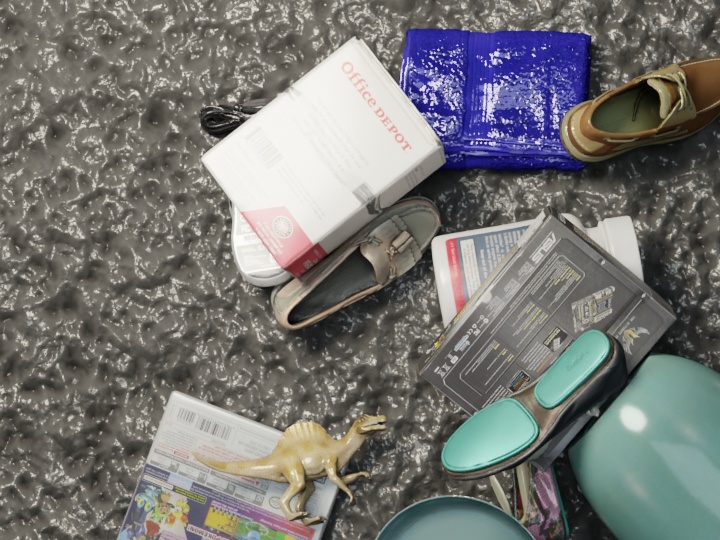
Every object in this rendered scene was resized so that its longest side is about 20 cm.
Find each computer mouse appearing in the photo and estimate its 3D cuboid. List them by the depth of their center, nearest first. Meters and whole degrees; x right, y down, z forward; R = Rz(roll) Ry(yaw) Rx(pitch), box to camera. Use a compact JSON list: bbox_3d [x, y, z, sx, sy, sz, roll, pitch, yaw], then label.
[{"bbox_3d":[-0.106,-0.079,1.701,0.108,0.044,0.202,-7,79,3],"label":"computer mouse"}]

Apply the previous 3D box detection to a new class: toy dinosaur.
[{"bbox_3d":[-0.063,0.203,1.648,0.198,0.058,0.102,-14,68,-4],"label":"toy dinosaur"}]

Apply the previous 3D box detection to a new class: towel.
[{"bbox_3d":[0.137,-0.176,1.681,0.198,0.050,0.149,2,85,6],"label":"towel"}]

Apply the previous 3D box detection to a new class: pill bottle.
[{"bbox_3d":[0.176,0.008,1.622,0.198,0.120,0.121,-10,83,5],"label":"pill bottle"}]

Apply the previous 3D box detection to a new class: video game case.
[{"bbox_3d":[-0.133,0.244,1.680,0.198,0.023,0.184,20,86,7],"label":"video game case"}]

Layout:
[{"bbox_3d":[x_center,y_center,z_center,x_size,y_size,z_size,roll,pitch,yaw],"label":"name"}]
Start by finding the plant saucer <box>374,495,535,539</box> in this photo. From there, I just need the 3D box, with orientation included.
[{"bbox_3d":[0.100,0.320,1.623,0.198,0.027,0.202,1,94,19],"label":"plant saucer"}]

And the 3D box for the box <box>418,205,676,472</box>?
[{"bbox_3d":[0.175,0.065,1.550,0.158,0.048,0.200,37,102,-8],"label":"box"}]

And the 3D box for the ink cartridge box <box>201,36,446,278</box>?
[{"bbox_3d":[-0.034,-0.112,1.633,0.199,0.085,0.146,-38,78,2],"label":"ink cartridge box"}]

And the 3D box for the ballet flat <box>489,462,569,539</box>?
[{"bbox_3d":[0.159,0.180,1.630,0.070,0.069,0.202,-7,86,-13],"label":"ballet flat"}]

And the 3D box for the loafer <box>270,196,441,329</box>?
[{"bbox_3d":[0.000,0.000,1.662,0.199,0.063,0.072,-33,110,4],"label":"loafer"}]

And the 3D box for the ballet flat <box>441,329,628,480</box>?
[{"bbox_3d":[0.167,0.136,1.510,0.200,0.073,0.073,-39,82,5],"label":"ballet flat"}]

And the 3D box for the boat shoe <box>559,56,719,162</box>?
[{"bbox_3d":[0.297,-0.163,1.632,0.199,0.074,0.076,-25,86,-16],"label":"boat shoe"}]

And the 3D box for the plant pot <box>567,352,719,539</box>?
[{"bbox_3d":[0.294,0.176,1.547,0.161,0.201,0.201,41,89,5],"label":"plant pot"}]
